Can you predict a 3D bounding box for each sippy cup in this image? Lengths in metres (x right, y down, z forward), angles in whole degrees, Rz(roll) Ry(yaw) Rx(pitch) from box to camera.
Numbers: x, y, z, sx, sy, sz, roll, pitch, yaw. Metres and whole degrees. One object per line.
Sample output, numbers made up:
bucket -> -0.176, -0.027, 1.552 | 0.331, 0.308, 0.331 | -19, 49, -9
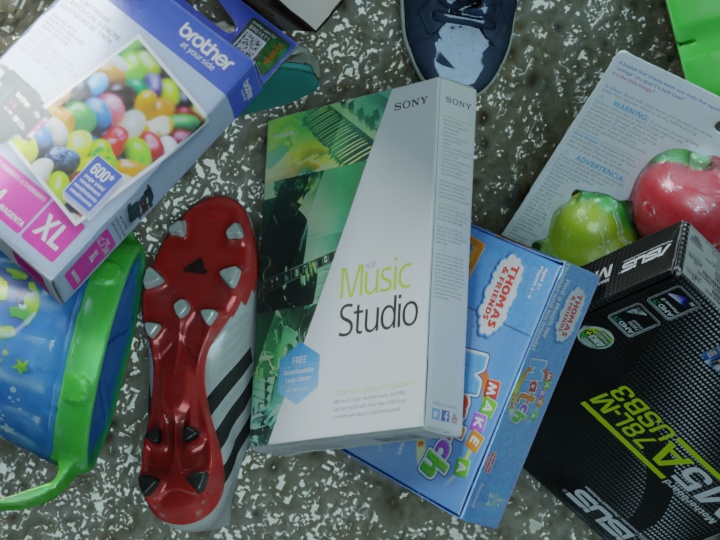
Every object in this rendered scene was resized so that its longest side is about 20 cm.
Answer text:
sippy cup -> -0.201, 0.036, 1.415 | 0.129, 0.178, 0.140 | 13, 130, 1

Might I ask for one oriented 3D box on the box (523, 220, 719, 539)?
box -> 0.171, 0.076, 1.428 | 0.193, 0.048, 0.200 | -26, 123, 37

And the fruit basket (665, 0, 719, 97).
fruit basket -> 0.268, -0.201, 1.438 | 0.214, 0.156, 0.217 | 1, 100, 6

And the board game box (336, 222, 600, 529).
board game box -> 0.033, 0.041, 1.415 | 0.036, 0.200, 0.152 | 20, 94, -40

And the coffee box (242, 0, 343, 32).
coffee box -> -0.055, -0.196, 1.370 | 0.113, 0.200, 0.080 | 40, 89, -10

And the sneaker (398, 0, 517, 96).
sneaker -> 0.068, -0.199, 1.446 | 0.074, 0.085, 0.201 | 5, 95, -9

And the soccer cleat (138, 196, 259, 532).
soccer cleat -> -0.091, 0.057, 1.463 | 0.068, 0.085, 0.201 | -1, 72, 15

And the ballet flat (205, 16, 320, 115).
ballet flat -> -0.124, -0.119, 1.440 | 0.199, 0.072, 0.072 | -12, 98, -9

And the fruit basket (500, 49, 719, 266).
fruit basket -> 0.182, -0.018, 1.447 | 0.184, 0.094, 0.201 | 24, 119, -9

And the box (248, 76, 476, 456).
box -> 0.000, 0.000, 1.405 | 0.036, 0.144, 0.201 | 17, 70, -42

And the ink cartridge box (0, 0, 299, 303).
ink cartridge box -> -0.142, -0.094, 1.377 | 0.119, 0.042, 0.200 | 38, 75, 18
